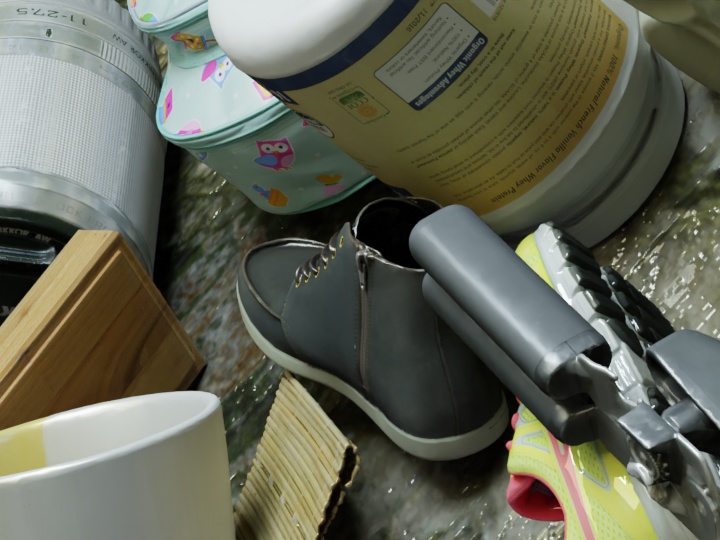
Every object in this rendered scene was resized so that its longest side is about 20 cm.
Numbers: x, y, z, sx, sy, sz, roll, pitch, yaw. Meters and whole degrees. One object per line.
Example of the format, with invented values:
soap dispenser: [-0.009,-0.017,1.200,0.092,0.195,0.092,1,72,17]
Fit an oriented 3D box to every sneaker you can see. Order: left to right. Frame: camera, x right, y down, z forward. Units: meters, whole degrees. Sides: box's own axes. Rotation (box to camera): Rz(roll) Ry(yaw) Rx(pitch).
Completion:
sneaker: [0.000,0.000,1.074,0.075,0.107,0.200,-26,33,-25]
sneaker: [0.090,0.060,0.953,0.090,0.078,0.200,-42,35,20]

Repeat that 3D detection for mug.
mug: [-0.133,0.151,1.060,0.186,0.154,0.149,-7,10,42]

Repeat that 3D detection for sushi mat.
sushi mat: [-0.034,0.107,1.038,0.200,0.012,0.096,-144,75,-78]

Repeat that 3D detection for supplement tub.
supplement tub: [0.043,-0.105,1.045,0.144,0.200,0.145,-31,39,30]

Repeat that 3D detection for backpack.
backpack: [-0.032,-0.138,1.219,0.175,0.153,0.201,-24,50,29]

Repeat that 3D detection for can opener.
can opener: [0.095,0.033,0.888,0.067,0.054,0.200,-30,43,-12]

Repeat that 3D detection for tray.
tray: [-0.165,0.083,1.173,0.037,0.099,0.200,1,44,40]

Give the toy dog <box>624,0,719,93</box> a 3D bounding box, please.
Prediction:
toy dog: [0.214,-0.166,0.978,0.201,0.139,0.194,-57,-3,-2]

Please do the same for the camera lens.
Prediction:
camera lens: [-0.195,-0.051,1.326,0.160,0.160,0.201,-30,40,31]
